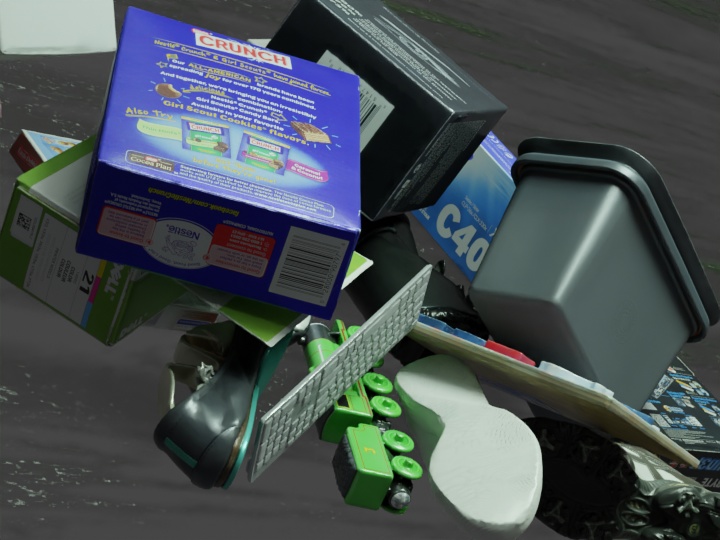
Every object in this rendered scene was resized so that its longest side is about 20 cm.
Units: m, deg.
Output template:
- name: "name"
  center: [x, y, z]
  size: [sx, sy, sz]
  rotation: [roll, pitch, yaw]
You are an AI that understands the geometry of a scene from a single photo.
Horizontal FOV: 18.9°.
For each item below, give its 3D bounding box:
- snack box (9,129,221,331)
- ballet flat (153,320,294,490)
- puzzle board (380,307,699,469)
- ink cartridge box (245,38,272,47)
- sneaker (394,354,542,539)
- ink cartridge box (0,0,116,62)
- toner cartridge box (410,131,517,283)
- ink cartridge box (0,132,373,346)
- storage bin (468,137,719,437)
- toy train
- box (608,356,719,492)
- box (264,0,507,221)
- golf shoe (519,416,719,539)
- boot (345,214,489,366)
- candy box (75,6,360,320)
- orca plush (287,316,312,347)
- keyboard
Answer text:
- name: "snack box"
  center: [-0.174, -0.029, 1.515]
  size: [0.072, 0.024, 0.200]
  rotation: [9, 32, -44]
- name: "ballet flat"
  center: [-0.090, 0.068, 1.367]
  size: [0.073, 0.073, 0.200]
  rotation: [31, 25, -5]
- name: "puzzle board"
  center: [0.126, 0.079, 1.504]
  size: [0.199, 0.018, 0.150]
  rotation: [21, -7, 38]
- name: "ink cartridge box"
  center: [-0.027, -0.148, 1.926]
  size: [0.116, 0.068, 0.200]
  rotation: [41, 22, 19]
- name: "sneaker"
  center: [0.078, 0.137, 1.441]
  size: [0.075, 0.089, 0.200]
  rotation: [-15, 28, -5]
- name: "ink cartridge box"
  center: [-0.288, -0.211, 1.455]
  size: [0.198, 0.149, 0.144]
  rotation: [-1, 6, 25]
- name: "toner cartridge box"
  center: [0.110, -0.050, 1.873]
  size: [0.043, 0.095, 0.200]
  rotation: [11, 30, -44]
- name: "ink cartridge box"
  center: [-0.116, -0.004, 1.408]
  size: [0.199, 0.076, 0.148]
  rotation: [32, 33, 13]
- name: "storage bin"
  center: [0.157, 0.020, 1.604]
  size: [0.145, 0.135, 0.201]
  rotation: [9, -37, 38]
- name: "toy train"
  center: [-0.004, 0.096, 1.471]
  size: [0.056, 0.042, 0.200]
  rotation: [13, 27, -20]
- name: "box"
  center: [0.220, 0.110, 1.750]
  size: [0.199, 0.046, 0.159]
  rotation: [9, 32, -47]
- name: "box"
  center: [0.011, -0.127, 1.652]
  size: [0.148, 0.105, 0.200]
  rotation: [40, 14, 10]
- name: "golf shoe"
  center: [0.175, 0.158, 1.569]
  size: [0.199, 0.078, 0.094]
  rotation: [27, 4, -19]
- name: "boot"
  center: [-0.001, 0.001, 1.625]
  size: [0.197, 0.074, 0.163]
  rotation: [16, 30, -42]
- name: "candy box"
  center: [-0.086, -0.072, 1.381]
  size: [0.168, 0.077, 0.201]
  rotation: [16, 33, -9]
- name: "orca plush"
  center: [-0.100, -0.020, 1.558]
  size: [0.105, 0.071, 0.200]
  rotation: [-28, 71, -37]
- name: "keyboard"
  center: [-0.011, 0.064, 1.398]
  size: [0.011, 0.057, 0.200]
  rotation: [34, 45, 14]
